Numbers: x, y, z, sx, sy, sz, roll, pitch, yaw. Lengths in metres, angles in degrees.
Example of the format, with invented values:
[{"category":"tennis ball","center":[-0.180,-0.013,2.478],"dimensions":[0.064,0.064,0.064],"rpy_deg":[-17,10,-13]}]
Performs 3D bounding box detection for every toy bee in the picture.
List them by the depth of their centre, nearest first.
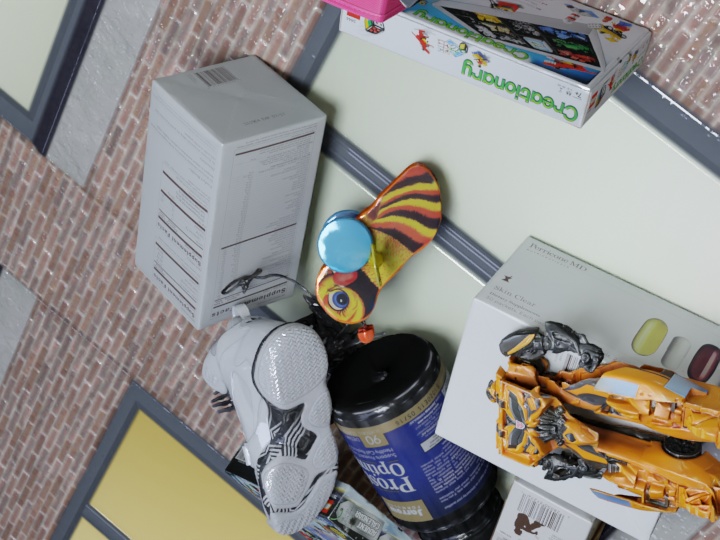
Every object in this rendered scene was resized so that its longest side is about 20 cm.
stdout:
[{"category":"toy bee","center":[0.000,0.000,1.272],"dimensions":[0.200,0.131,0.109],"rpy_deg":[-30,98,28]}]

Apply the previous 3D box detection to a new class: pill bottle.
[{"category":"pill bottle","center":[0.057,0.164,1.338],"dimensions":[0.112,0.112,0.200],"rpy_deg":[-7,125,36]}]

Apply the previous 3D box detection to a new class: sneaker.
[{"category":"sneaker","center":[-0.080,0.126,1.300],"dimensions":[0.115,0.075,0.201],"rpy_deg":[28,125,50]}]

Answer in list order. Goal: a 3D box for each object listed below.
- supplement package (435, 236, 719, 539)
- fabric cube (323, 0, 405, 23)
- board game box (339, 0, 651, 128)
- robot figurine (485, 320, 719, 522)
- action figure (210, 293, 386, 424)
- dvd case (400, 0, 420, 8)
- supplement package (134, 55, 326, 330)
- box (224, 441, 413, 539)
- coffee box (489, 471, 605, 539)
[{"category":"supplement package","center":[0.186,0.096,1.220],"dimensions":[0.200,0.111,0.156],"rpy_deg":[26,129,16]},{"category":"fabric cube","center":[-0.004,-0.323,1.027],"dimensions":[0.196,0.200,0.200],"rpy_deg":[25,127,19]},{"category":"board game box","center":[0.101,-0.179,1.096],"dimensions":[0.200,0.126,0.035],"rpy_deg":[25,128,19]},{"category":"robot figurine","center":[0.184,0.117,1.121],"dimensions":[0.199,0.058,0.145],"rpy_deg":[12,123,26]},{"category":"action figure","center":[-0.059,0.105,1.396],"dimensions":[0.119,0.102,0.200],"rpy_deg":[48,135,0]},{"category":"dvd case","center":[0.016,-0.281,0.895],"dimensions":[0.200,0.025,0.150],"rpy_deg":[50,129,-3]},{"category":"supplement package","center":[-0.119,-0.068,1.300],"dimensions":[0.110,0.114,0.200],"rpy_deg":[42,136,34]},{"category":"box","center":[-0.030,0.235,1.417],"dimensions":[0.137,0.040,0.200],"rpy_deg":[43,163,-29]},{"category":"coffee box","center":[0.166,0.242,1.324],"dimensions":[0.080,0.113,0.200],"rpy_deg":[27,130,16]}]
